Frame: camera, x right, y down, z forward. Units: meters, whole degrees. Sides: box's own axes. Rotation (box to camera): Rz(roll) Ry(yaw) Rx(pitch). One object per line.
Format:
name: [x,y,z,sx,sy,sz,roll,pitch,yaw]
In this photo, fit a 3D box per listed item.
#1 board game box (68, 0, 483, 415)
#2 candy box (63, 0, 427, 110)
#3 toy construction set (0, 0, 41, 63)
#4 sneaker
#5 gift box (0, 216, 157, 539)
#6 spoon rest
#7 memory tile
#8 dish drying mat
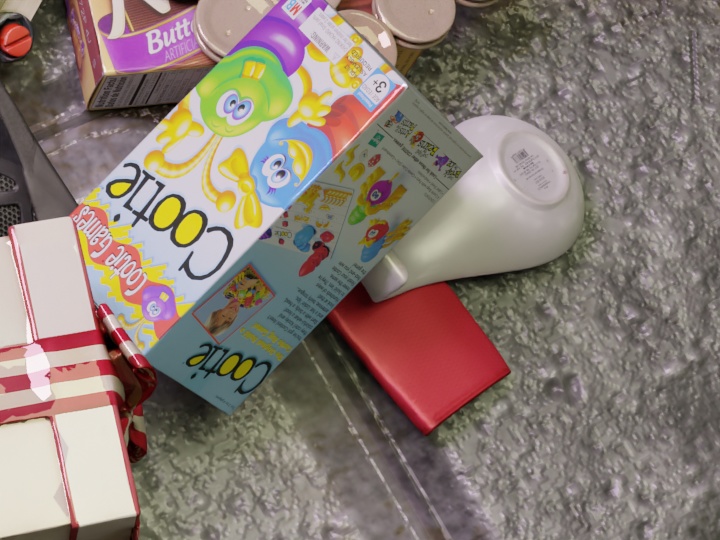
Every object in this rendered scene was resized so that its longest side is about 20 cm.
board game box: [-0.052,-0.039,1.533,0.200,0.105,0.103,-45,57,4]
candy box: [-0.073,-0.165,1.669,0.200,0.056,0.117,-6,71,-20]
toy construction set: [-0.227,-0.190,1.583,0.131,0.092,0.200,32,99,-38]
sneaker: [-0.236,-0.054,1.539,0.114,0.076,0.200,-38,112,-23]
gift box: [-0.197,0.101,1.461,0.187,0.185,0.200,-12,76,-12]
spoon rest: [0.058,-0.031,1.649,0.200,0.061,0.099,-29,79,-46]
memory tile: [-0.017,-0.178,1.651,0.200,0.017,0.153,-36,83,-27]
dish drying mat: [0.000,0.000,1.646,0.077,0.018,0.200,-35,81,-28]
